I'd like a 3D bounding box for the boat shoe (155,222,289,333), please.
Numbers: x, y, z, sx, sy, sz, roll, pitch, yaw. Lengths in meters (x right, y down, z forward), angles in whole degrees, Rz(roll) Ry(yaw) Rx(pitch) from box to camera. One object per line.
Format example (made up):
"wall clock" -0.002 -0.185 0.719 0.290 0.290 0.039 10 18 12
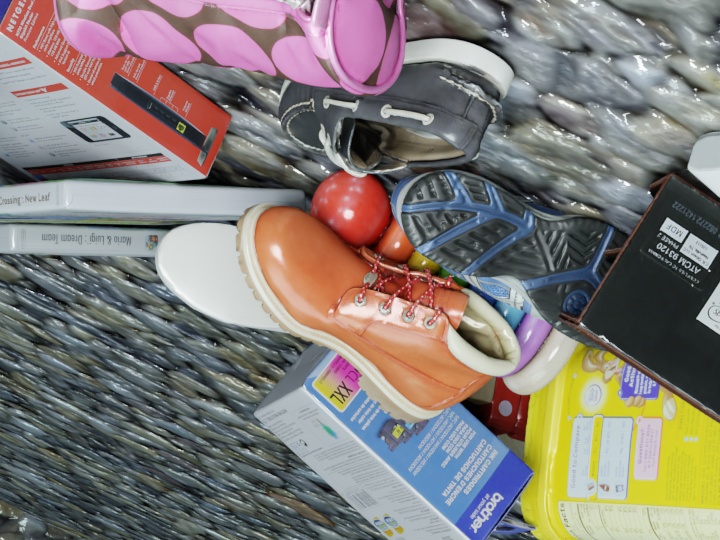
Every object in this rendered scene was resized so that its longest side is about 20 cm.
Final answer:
"boat shoe" -0.066 0.012 1.446 0.198 0.073 0.068 9 173 -22

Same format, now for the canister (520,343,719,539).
"canister" 0.213 0.122 1.317 0.086 0.150 0.199 15 168 -38

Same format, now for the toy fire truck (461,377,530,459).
"toy fire truck" 0.109 0.118 1.499 0.198 0.130 0.176 16 164 -22

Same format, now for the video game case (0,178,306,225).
"video game case" -0.170 -0.047 1.345 0.199 0.022 0.181 0 179 -40

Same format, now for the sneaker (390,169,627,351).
"sneaker" 0.106 -0.014 1.208 0.199 0.076 0.077 30 -178 -20

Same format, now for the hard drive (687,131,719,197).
"hard drive" 0.287 -0.017 1.036 0.199 0.026 0.131 36 157 -35

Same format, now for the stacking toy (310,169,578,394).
"stacking toy" 0.053 0.000 1.277 0.199 0.086 0.085 32 160 -15

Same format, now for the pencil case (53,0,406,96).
"pencil case" -0.075 -0.144 1.000 0.198 0.092 0.093 8 -167 31

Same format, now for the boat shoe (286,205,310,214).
"boat shoe" 0.000 0.000 1.341 0.066 0.071 0.200 -21 149 18

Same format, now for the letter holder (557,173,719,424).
"letter holder" 0.227 0.043 1.112 0.199 0.101 0.142 33 179 1

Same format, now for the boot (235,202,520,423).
"boot" 0.014 0.015 1.212 0.200 0.076 0.107 39 142 -27

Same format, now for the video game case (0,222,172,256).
"video game case" -0.250 -0.023 1.513 0.181 0.024 0.199 1 179 -41

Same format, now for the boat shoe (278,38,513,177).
"boat shoe" 0.010 -0.085 1.105 0.074 0.061 0.199 33 159 -33

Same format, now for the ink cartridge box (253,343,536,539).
"ink cartridge box" 0.032 0.133 1.351 0.200 0.076 0.136 44 159 -5

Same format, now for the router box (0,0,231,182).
"router box" -0.214 -0.121 1.279 0.179 0.049 0.199 36 157 -35
